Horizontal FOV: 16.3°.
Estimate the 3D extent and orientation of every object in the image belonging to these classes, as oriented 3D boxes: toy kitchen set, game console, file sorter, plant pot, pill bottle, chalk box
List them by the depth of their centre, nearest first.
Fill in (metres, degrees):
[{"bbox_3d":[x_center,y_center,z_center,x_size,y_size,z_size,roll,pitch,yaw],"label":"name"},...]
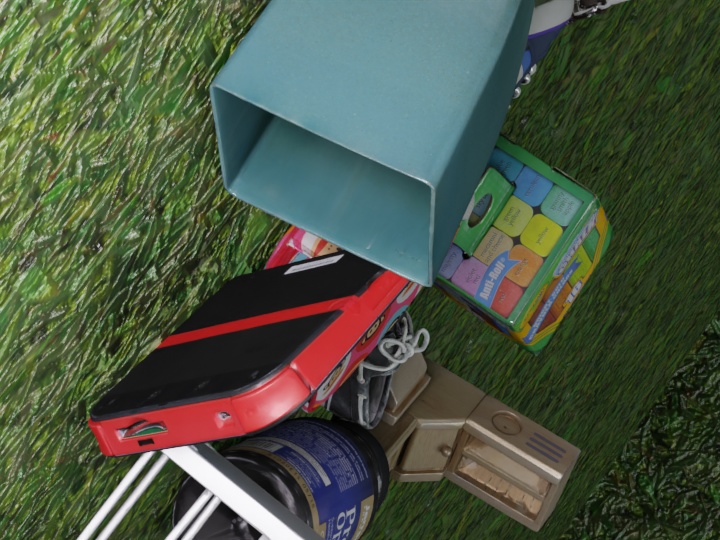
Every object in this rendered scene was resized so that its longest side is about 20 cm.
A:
[{"bbox_3d":[0.025,-0.126,1.472,0.201,0.141,0.142,-60,168,-21],"label":"plant pot"},{"bbox_3d":[-0.064,0.047,1.544,0.200,0.031,0.177,-12,-156,48],"label":"game console"},{"bbox_3d":[-0.086,0.208,1.643,0.125,0.200,0.139,-51,176,-3],"label":"file sorter"},{"bbox_3d":[-0.053,0.173,1.907,0.112,0.112,0.200,-61,164,19],"label":"pill bottle"},{"bbox_3d":[0.111,-0.029,1.975,0.125,0.124,0.200,-56,166,-1],"label":"chalk box"},{"bbox_3d":[0.073,0.158,2.139,0.200,0.180,0.164,-46,162,-48],"label":"toy kitchen set"}]

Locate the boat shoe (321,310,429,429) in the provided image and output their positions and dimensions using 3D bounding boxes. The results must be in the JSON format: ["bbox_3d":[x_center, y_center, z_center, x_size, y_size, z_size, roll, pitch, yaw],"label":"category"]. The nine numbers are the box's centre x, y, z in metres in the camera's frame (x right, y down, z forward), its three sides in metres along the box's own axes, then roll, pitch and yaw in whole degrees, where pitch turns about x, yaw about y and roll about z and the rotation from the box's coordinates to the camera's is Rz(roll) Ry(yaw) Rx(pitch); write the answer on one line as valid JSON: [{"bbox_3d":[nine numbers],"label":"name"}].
[{"bbox_3d":[0.012,0.052,1.939,0.074,0.068,0.200,-42,160,-43],"label":"boat shoe"}]

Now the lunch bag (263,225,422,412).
[{"bbox_3d":[0.000,0.000,1.764,0.200,0.082,0.176,-50,165,-24],"label":"lunch bag"}]

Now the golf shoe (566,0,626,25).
[{"bbox_3d":[0.146,-0.201,1.783,0.201,0.094,0.078,-59,166,16],"label":"golf shoe"}]

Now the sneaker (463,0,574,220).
[{"bbox_3d":[0.067,-0.108,1.679,0.200,0.080,0.147,-28,129,-45],"label":"sneaker"}]
